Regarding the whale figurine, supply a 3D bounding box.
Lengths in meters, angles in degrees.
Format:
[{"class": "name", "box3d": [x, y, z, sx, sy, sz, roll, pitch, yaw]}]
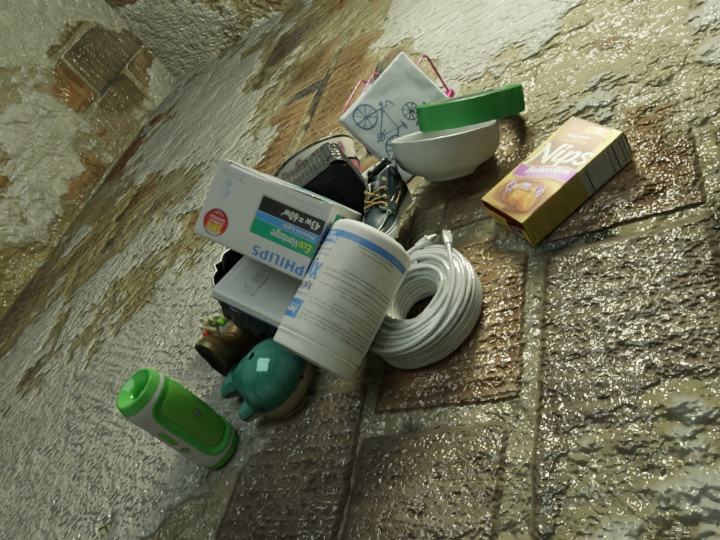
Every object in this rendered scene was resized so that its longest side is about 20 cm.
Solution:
[{"class": "whale figurine", "box3d": [-0.174, 0.173, 0.999, 0.199, 0.104, 0.160, -7, 47, 42]}]

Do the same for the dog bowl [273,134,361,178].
[{"class": "dog bowl", "box3d": [-0.085, -0.200, 1.269, 0.199, 0.200, 0.074, -33, 79, 13]}]

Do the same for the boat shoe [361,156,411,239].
[{"class": "boat shoe", "box3d": [0.030, -0.117, 1.024, 0.070, 0.091, 0.201, -10, 31, 27]}]

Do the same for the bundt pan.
[{"class": "bundt pan", "box3d": [-0.163, 0.037, 1.047, 0.203, 0.200, 0.076, -90, 11, -46]}]

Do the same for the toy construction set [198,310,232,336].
[{"class": "toy construction set", "box3d": [-0.264, 0.053, 1.235, 0.130, 0.092, 0.201, 18, 71, 28]}]

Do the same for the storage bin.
[{"class": "storage bin", "box3d": [-0.084, -0.129, 1.138, 0.199, 0.135, 0.094, -37, 34, 8]}]

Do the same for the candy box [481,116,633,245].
[{"class": "candy box", "box3d": [0.298, -0.141, 0.910, 0.200, 0.057, 0.117, -41, 33, 0]}]

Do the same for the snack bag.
[{"class": "snack bag", "box3d": [0.085, -0.315, 1.204, 0.200, 0.188, 0.021, -50, 8, -2]}]

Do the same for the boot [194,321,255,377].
[{"class": "boot", "box3d": [-0.220, 0.089, 1.108, 0.201, 0.066, 0.175, -59, -6, -21]}]

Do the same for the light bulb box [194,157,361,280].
[{"class": "light bulb box", "box3d": [-0.125, -0.079, 0.965, 0.200, 0.197, 0.126, -5, -63, -78]}]

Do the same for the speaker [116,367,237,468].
[{"class": "speaker", "box3d": [-0.291, 0.241, 0.955, 0.088, 0.200, 0.089, -26, 37, 22]}]

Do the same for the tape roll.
[{"class": "tape roll", "box3d": [0.205, -0.304, 1.108, 0.198, 0.049, 0.201, -12, 16, 3]}]

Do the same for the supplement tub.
[{"class": "supplement tub", "box3d": [-0.024, 0.041, 0.851, 0.131, 0.132, 0.201, 13, 70, 51]}]

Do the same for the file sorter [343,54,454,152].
[{"class": "file sorter", "box3d": [0.080, -0.377, 1.332, 0.199, 0.126, 0.140, -5, 48, 42]}]

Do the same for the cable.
[{"class": "cable", "box3d": [0.088, 0.053, 0.898, 0.199, 0.069, 0.201, -34, 35, 14]}]

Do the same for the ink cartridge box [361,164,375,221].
[{"class": "ink cartridge box", "box3d": [-0.026, -0.107, 1.216, 0.199, 0.047, 0.198, -31, 34, 13]}]

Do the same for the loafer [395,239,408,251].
[{"class": "loafer", "box3d": [0.000, 0.000, 1.070, 0.199, 0.063, 0.073, -23, 69, 33]}]

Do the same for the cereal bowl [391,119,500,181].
[{"class": "cereal bowl", "box3d": [0.158, -0.215, 1.079, 0.198, 0.084, 0.200, -12, 17, 4]}]

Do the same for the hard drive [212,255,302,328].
[{"class": "hard drive", "box3d": [-0.124, 0.039, 0.980, 0.199, 0.026, 0.132, 24, 43, 11]}]
